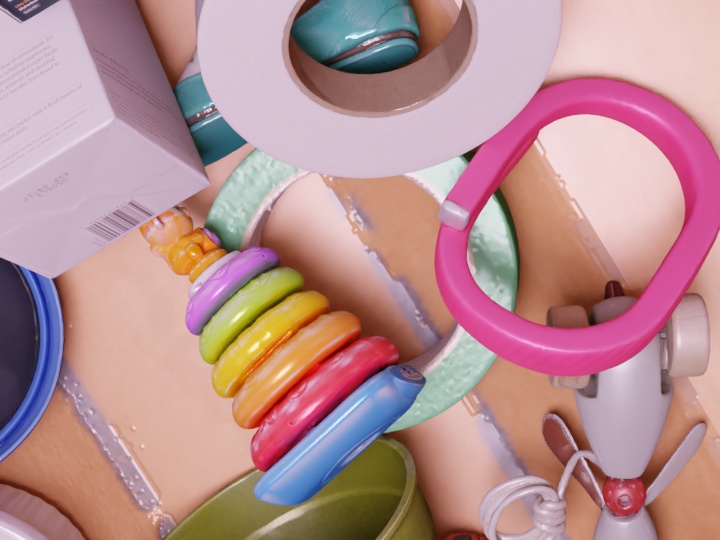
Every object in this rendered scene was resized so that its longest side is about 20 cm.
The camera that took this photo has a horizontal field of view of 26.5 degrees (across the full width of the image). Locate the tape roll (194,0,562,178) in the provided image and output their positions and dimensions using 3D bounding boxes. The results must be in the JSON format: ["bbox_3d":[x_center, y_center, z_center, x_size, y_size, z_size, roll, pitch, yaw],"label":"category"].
[{"bbox_3d":[0.009,-0.135,0.830,0.201,0.037,0.204,-4,136,-4],"label":"tape roll"}]

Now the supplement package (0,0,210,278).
[{"bbox_3d":[-0.192,-0.120,0.886,0.121,0.120,0.201,-29,68,13],"label":"supplement package"}]

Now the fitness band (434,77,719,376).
[{"bbox_3d":[0.128,-0.030,0.882,0.143,0.038,0.200,31,60,12],"label":"fitness band"}]

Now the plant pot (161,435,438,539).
[{"bbox_3d":[-0.013,0.239,0.948,0.199,0.201,0.194,-25,109,12],"label":"plant pot"}]

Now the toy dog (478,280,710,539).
[{"bbox_3d":[0.157,0.088,0.947,0.131,0.096,0.201,17,116,-4],"label":"toy dog"}]

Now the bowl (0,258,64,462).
[{"bbox_3d":[-0.289,0.042,0.974,0.199,0.039,0.202,1,85,-11],"label":"bowl"}]

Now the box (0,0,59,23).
[{"bbox_3d":[-0.116,-0.238,0.775,0.199,0.046,0.160,-25,55,23],"label":"box"}]

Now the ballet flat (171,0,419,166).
[{"bbox_3d":[-0.060,-0.124,0.941,0.199,0.067,0.071,-25,73,12],"label":"ballet flat"}]

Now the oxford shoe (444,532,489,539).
[{"bbox_3d":[0.125,0.243,0.979,0.199,0.071,0.073,35,108,-1],"label":"oxford shoe"}]

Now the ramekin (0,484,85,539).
[{"bbox_3d":[-0.257,0.234,1.009,0.201,0.094,0.204,1,103,3],"label":"ramekin"}]

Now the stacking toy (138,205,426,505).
[{"bbox_3d":[-0.064,0.030,0.909,0.110,0.116,0.200,-43,79,8],"label":"stacking toy"}]

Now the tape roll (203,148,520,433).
[{"bbox_3d":[0.000,0.000,0.959,0.199,0.048,0.202,2,101,8],"label":"tape roll"}]
